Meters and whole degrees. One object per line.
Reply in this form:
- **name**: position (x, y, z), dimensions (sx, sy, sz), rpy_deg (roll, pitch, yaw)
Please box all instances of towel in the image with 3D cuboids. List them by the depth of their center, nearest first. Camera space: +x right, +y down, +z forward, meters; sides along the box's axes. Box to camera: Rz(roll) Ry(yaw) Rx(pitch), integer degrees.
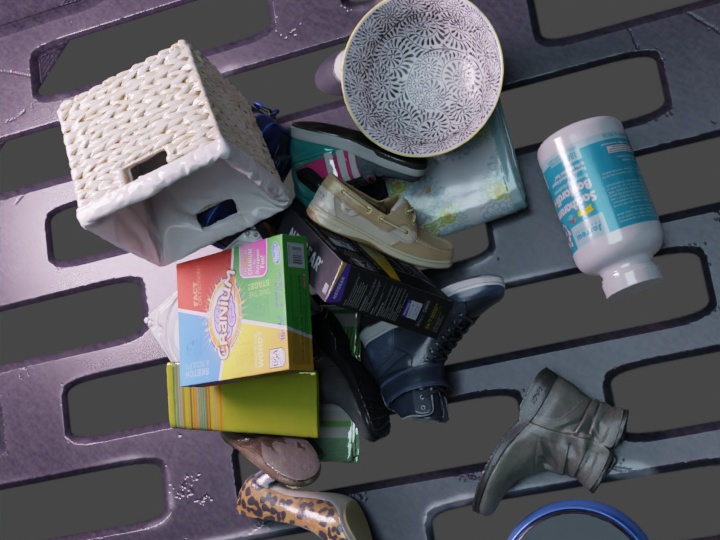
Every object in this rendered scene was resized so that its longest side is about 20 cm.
- **towel**: position (-0.146, 0.159, 1.400), dimensions (0.197, 0.018, 0.087), rpy_deg (2, 100, 14)
- **towel**: position (0.109, -0.148, 1.445), dimensions (0.169, 0.048, 0.203), rpy_deg (-18, 76, 18)
- **towel**: position (-0.068, 0.145, 1.468), dimensions (0.150, 0.023, 0.203), rpy_deg (-1, 82, 19)

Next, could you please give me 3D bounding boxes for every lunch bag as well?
- **lunch bag**: position (-0.168, -0.132, 1.485), dimensions (0.131, 0.136, 0.201), rpy_deg (31, 90, 20)

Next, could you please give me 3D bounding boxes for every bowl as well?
- **bowl**: position (0.253, 0.369, 1.315), dimensions (0.198, 0.039, 0.204), rpy_deg (-3, 80, 17)
- **bowl**: position (0.084, -0.234, 1.386), dimensions (0.198, 0.094, 0.204), rpy_deg (0, 89, 16)

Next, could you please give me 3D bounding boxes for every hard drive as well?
- **hard drive**: position (-0.162, 0.057, 1.425), dimensions (0.199, 0.038, 0.140), rpy_deg (-38, 81, 15)

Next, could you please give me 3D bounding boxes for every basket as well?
- **basket**: position (-0.217, -0.130, 1.328), dimensions (0.196, 0.200, 0.163), rpy_deg (-24, 68, 12)

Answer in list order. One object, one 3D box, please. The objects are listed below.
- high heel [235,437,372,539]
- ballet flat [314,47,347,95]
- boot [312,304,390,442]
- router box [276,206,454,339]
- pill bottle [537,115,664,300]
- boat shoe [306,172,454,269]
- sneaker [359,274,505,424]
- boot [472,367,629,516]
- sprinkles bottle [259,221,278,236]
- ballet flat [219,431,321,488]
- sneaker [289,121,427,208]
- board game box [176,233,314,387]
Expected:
- **high heel**: position (-0.068, 0.329, 1.419), dimensions (0.142, 0.071, 0.201), rpy_deg (-38, 72, 18)
- **ballet flat**: position (0.025, -0.275, 1.481), dimensions (0.197, 0.073, 0.074), rpy_deg (-4, 80, 18)
- **boot**: position (-0.053, 0.155, 1.419), dimensions (0.131, 0.070, 0.201), rpy_deg (-38, 60, 14)
- **router box**: position (0.000, 0.000, 1.347), dimensions (0.053, 0.156, 0.200), rpy_deg (-64, 28, 11)
- **pill bottle**: position (0.290, -0.071, 1.337), dimensions (0.110, 0.111, 0.202), rpy_deg (-22, 75, 13)
- **boat shoe**: position (0.035, -0.061, 1.373), dimensions (0.198, 0.074, 0.070), rpy_deg (20, 105, -21)
- **sneaker**: position (0.106, 0.104, 1.379), dimensions (0.201, 0.077, 0.148), rpy_deg (-29, 62, 22)
- **boot**: position (0.226, 0.227, 1.337), dimensions (0.130, 0.068, 0.202), rpy_deg (31, 93, 14)
- **sprinkles bottle**: position (-0.171, 0.029, 1.495), dimensions (0.200, 0.068, 0.068), rpy_deg (-46, 71, 6)
- **ballet flat**: position (-0.115, 0.226, 1.411), dimensions (0.199, 0.067, 0.047), rpy_deg (23, 124, 46)
- **sneaker**: position (-0.011, -0.109, 1.432), dimensions (0.198, 0.083, 0.122), rpy_deg (20, 112, 31)
- **board game box**: position (-0.139, 0.052, 1.324), dimensions (0.198, 0.040, 0.155), rpy_deg (-14, 76, 43)
